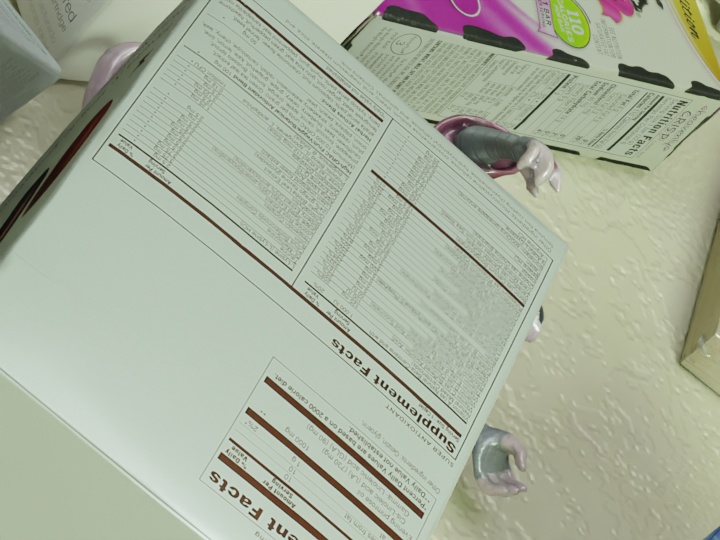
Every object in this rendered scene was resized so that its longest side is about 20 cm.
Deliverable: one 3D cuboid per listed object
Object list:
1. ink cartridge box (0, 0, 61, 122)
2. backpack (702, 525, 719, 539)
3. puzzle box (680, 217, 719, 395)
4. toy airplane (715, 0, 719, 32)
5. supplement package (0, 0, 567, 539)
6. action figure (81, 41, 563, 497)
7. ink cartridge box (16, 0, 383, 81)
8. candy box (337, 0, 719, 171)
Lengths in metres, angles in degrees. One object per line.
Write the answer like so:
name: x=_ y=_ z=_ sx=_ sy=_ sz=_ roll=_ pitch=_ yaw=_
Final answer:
ink cartridge box: x=-0.188 y=-0.141 z=0.969 sx=0.197 sy=0.043 sz=0.200 roll=51 pitch=1 yaw=5
backpack: x=0.186 y=0.182 z=1.009 sx=0.134 sy=0.183 sz=0.201 roll=-13 pitch=65 yaw=-44
puzzle box: x=0.234 y=0.051 z=1.288 sx=0.200 sy=0.025 sz=0.133 roll=37 pitch=41 yaw=-13
toy airplane: x=0.231 y=-0.193 z=1.395 sx=0.199 sy=0.141 sz=0.200 roll=2 pitch=58 yaw=-41
supplement package: x=-0.071 y=0.053 z=0.882 sx=0.147 sy=0.191 sz=0.200 roll=40 pitch=39 yaw=-8
action figure: x=0.000 y=0.000 z=1.091 sx=0.148 sy=0.135 sz=0.199 roll=20 pitch=7 yaw=37
ink cartridge box: x=-0.038 y=-0.176 z=1.092 sx=0.125 sy=0.200 sz=0.129 roll=2 pitch=56 yaw=-41
candy box: x=0.053 y=-0.128 z=1.244 sx=0.199 sy=0.061 sz=0.137 roll=10 pitch=52 yaw=-37
